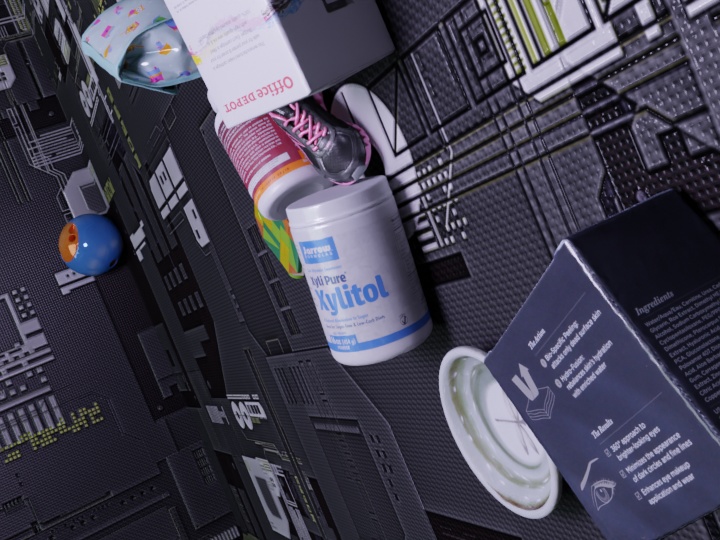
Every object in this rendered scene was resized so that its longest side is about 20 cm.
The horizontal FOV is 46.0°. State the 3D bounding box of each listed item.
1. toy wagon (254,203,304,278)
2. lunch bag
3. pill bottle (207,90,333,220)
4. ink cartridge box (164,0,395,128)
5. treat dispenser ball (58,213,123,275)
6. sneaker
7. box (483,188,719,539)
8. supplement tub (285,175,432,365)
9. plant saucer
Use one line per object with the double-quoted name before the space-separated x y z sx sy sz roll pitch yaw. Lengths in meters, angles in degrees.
"toy wagon" -0.104 -0.054 1.311 0.200 0.039 0.155 52 153 32
"lunch bag" -0.298 -0.343 1.252 0.170 0.200 0.122 41 155 44
"pill bottle" -0.127 -0.177 1.154 0.200 0.113 0.113 59 156 16
"ink cartridge box" -0.092 -0.276 0.872 0.146 0.146 0.200 -9 111 46
"treat dispenser ball" -0.872 -0.083 2.745 0.201 0.200 0.201 47 150 38
"sneaker" -0.067 -0.177 1.026 0.079 0.095 0.200 -53 55 18
"box" 0.217 0.083 0.641 0.200 0.117 0.197 56 155 21
"supplement tub" 0.000 0.000 1.019 0.132 0.132 0.201 8 119 64
"plant saucer" 0.162 0.168 0.924 0.200 0.050 0.201 47 149 39
